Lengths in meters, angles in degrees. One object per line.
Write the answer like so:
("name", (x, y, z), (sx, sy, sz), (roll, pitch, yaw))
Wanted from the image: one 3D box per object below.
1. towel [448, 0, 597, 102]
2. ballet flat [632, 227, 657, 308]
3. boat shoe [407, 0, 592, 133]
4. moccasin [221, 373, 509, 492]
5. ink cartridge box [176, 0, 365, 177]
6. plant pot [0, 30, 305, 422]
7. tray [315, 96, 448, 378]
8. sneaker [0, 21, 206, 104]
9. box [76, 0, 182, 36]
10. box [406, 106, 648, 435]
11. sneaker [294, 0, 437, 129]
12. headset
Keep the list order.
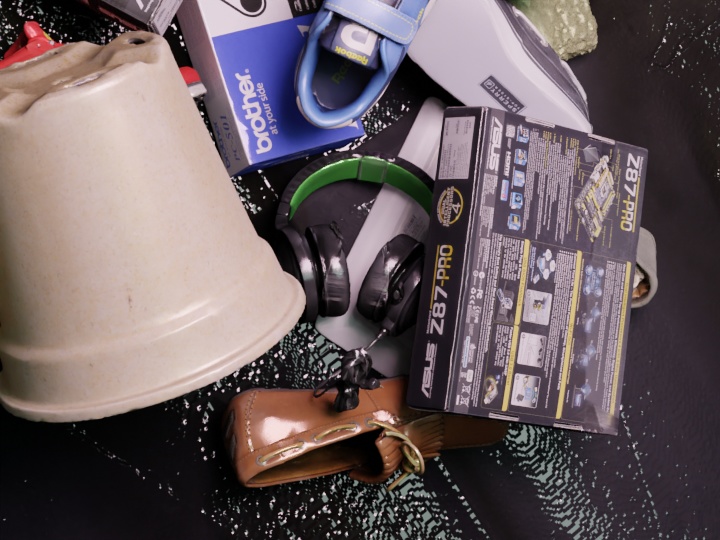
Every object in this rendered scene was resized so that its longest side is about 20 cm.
("towel", (0.086, -0.233, 1.603), (0.148, 0.036, 0.201), (-24, 90, -28))
("ballet flat", (0.139, -0.023, 1.547), (0.199, 0.067, 0.064), (22, 51, -37))
("boat shoe", (0.093, -0.156, 1.532), (0.200, 0.072, 0.068), (42, 34, -21))
("moccasin", (0.008, 0.113, 1.467), (0.200, 0.074, 0.078), (0, 55, -27))
("ink cartridge box", (-0.074, -0.173, 1.507), (0.093, 0.044, 0.202), (-16, 87, -27))
("plant pot", (-0.152, -0.037, 1.326), (0.200, 0.200, 0.185), (-27, 112, -28))
("tray", (0.054, -0.017, 1.553), (0.107, 0.022, 0.201), (33, 68, -16))
("sneaker", (-0.193, -0.122, 1.424), (0.199, 0.077, 0.086), (-9, 79, -28))
("box", (-0.168, -0.280, 1.421), (0.192, 0.048, 0.201), (27, 82, 8))
("box", (0.115, 0.002, 1.469), (0.160, 0.049, 0.202), (9, 85, -37))
("sneaker", (0.013, -0.175, 1.416), (0.073, 0.201, 0.082), (24, 27, 0))
("headset", (0.000, 0.000, 1.465), (0.122, 0.094, 0.201), (8, 59, -2))
